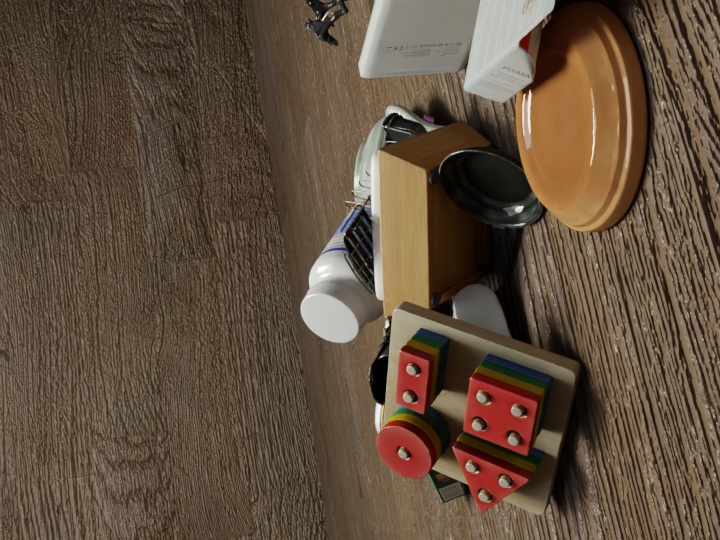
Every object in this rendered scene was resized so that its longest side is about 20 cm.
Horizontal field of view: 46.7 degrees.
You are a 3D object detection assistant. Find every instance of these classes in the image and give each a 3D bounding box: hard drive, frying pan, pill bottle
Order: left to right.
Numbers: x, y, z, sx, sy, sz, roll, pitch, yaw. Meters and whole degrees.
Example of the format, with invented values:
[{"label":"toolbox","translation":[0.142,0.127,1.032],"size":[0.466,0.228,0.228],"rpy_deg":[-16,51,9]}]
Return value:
[{"label":"pill bottle","translation":[0.000,0.000,1.108],"size":[0.200,0.112,0.112],"rpy_deg":[-59,-19,-44]},{"label":"hard drive","translation":[0.077,-0.282,0.926],"size":[0.200,0.132,0.026],"rpy_deg":[114,148,-68]},{"label":"frying pan","translation":[0.158,-0.063,0.884],"size":[0.115,0.031,0.190],"rpy_deg":[-1,140,46]}]

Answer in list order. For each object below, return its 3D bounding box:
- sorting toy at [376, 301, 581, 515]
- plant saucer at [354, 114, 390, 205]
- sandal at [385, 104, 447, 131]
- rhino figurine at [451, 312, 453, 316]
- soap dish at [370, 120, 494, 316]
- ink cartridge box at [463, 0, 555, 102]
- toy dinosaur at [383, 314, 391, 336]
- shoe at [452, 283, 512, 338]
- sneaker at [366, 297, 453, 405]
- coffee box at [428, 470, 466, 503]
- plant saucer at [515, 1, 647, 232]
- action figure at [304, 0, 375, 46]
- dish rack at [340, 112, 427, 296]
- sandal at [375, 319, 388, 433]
[{"label":"sorting toy","translation":[0.108,0.159,0.875],"size":[0.070,0.200,0.199],"rpy_deg":[-41,-37,-49]},{"label":"plant saucer","translation":[0.026,-0.141,1.261],"size":[0.200,0.050,0.201],"rpy_deg":[5,-90,-77]},{"label":"sandal","translation":[0.098,-0.175,1.112],"size":[0.203,0.050,0.083],"rpy_deg":[43,155,53]},{"label":"rhino figurine","translation":[0.126,0.142,1.122],"size":[0.087,0.060,0.201],"rpy_deg":[-172,72,-70]},{"label":"soap dish","translation":[0.088,-0.059,0.972],"size":[0.081,0.157,0.200],"rpy_deg":[16,119,39]},{"label":"ink cartridge box","translation":[0.150,-0.247,0.699],"size":[0.200,0.057,0.163],"rpy_deg":[168,114,-74]},{"label":"toy dinosaur","translation":[0.058,0.069,1.174],"size":[0.200,0.058,0.101],"rpy_deg":[-72,-30,-50]},{"label":"shoe","translation":[0.154,0.116,0.970],"size":[0.091,0.071,0.201],"rpy_deg":[58,-163,-80]},{"label":"sneaker","translation":[0.063,0.074,1.040],"size":[0.106,0.075,0.201],"rpy_deg":[21,-109,-64]},{"label":"coffee box","translation":[0.103,0.239,1.186],"size":[0.200,0.044,0.123],"rpy_deg":[66,-174,-52]},{"label":"plant saucer","translation":[0.184,-0.132,0.737],"size":[0.200,0.037,0.201],"rpy_deg":[174,90,-78]},{"label":"action figure","translation":[-0.010,-0.467,1.341],"size":[0.200,0.102,0.119],"rpy_deg":[-49,34,39]},{"label":"dish rack","translation":[0.040,-0.072,1.018],"size":[0.054,0.200,0.153],"rpy_deg":[15,154,39]},{"label":"sandal","translation":[0.074,0.152,1.240],"size":[0.059,0.079,0.207],"rpy_deg":[-3,75,47]}]
